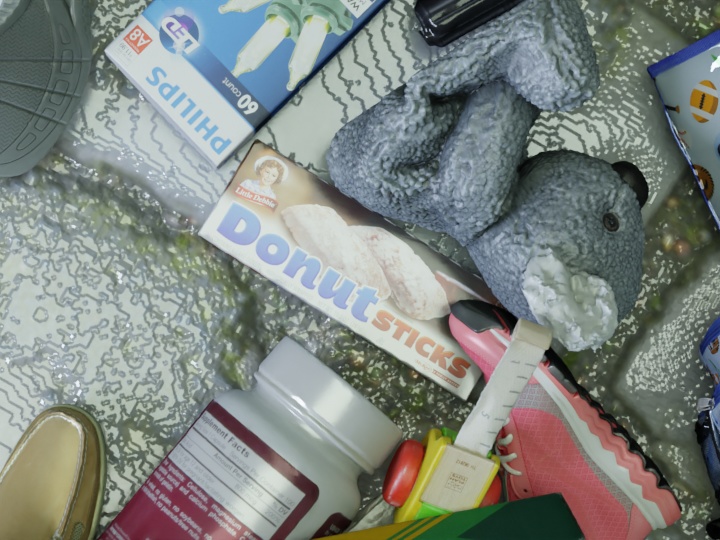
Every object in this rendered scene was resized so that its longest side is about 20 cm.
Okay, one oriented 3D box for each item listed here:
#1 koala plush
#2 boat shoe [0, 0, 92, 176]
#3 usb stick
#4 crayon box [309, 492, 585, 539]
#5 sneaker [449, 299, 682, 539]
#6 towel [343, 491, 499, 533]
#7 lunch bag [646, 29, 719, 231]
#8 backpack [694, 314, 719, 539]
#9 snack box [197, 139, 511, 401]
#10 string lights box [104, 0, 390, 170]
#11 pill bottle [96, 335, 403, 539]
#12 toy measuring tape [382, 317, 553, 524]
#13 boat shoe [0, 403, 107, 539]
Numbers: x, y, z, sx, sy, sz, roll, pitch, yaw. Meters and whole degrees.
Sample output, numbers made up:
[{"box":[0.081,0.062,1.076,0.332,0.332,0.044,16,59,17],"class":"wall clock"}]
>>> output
[{"box":[0.100,-0.042,1.476,0.183,0.177,0.201,-33,91,7],"class":"koala plush"},{"box":[-0.206,-0.159,1.507,0.074,0.065,0.203,9,94,-23],"class":"boat shoe"},{"box":[0.123,-0.198,1.516,0.199,0.055,0.033,-28,104,5],"class":"usb stick"},{"box":[0.033,0.212,1.446,0.199,0.051,0.128,-10,125,-12],"class":"crayon box"},{"box":[0.111,0.106,1.503,0.087,0.074,0.200,-41,103,5],"class":"sneaker"},{"box":[0.024,0.219,1.523,0.200,0.034,0.133,-42,93,-5],"class":"towel"},{"box":[0.299,-0.097,1.510,0.199,0.124,0.171,-25,90,10],"class":"lunch bag"},{"box":[0.295,0.075,1.467,0.199,0.191,0.155,-23,84,-4],"class":"backpack"},{"box":[0.000,0.000,1.530,0.199,0.024,0.072,32,88,-3],"class":"snack box"},{"box":[-0.054,-0.169,1.513,0.103,0.059,0.200,45,86,-3],"class":"string lights box"},{"box":[-0.073,0.146,1.477,0.114,0.114,0.200,40,86,-2],"class":"pill bottle"},{"box":[0.064,0.101,1.461,0.073,0.074,0.201,24,116,-3],"class":"toy measuring tape"},{"box":[-0.212,0.177,1.478,0.071,0.076,0.201,17,86,18],"class":"boat shoe"}]
